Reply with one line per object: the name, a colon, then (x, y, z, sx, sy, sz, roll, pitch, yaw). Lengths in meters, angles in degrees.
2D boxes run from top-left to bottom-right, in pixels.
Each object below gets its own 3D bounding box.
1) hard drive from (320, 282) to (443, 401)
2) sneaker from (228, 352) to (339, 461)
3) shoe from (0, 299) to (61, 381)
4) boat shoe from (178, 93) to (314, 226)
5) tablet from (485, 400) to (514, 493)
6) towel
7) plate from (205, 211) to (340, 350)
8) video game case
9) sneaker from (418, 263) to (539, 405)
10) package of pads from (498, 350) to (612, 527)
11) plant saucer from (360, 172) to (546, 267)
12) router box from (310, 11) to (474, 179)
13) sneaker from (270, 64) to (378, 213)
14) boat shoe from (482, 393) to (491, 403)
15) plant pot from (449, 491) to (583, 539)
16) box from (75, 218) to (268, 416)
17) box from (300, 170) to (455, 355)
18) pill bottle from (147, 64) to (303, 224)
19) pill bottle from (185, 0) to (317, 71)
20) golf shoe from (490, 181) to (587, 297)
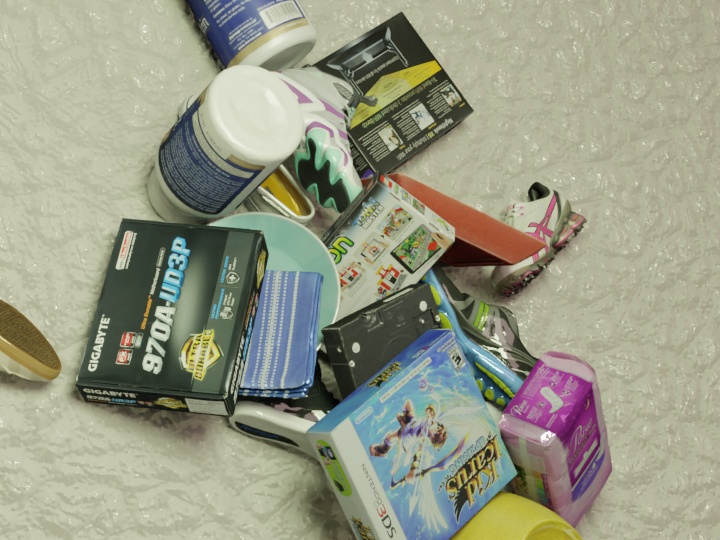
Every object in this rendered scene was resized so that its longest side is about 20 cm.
hard drive: (0.044, 0.130, 1.637, 0.139, 0.038, 0.202, -26, 103, -37)
sneaker: (-0.039, 0.141, 1.667, 0.199, 0.073, 0.113, 24, 58, -20)
shoe: (-0.382, 0.053, 1.509, 0.199, 0.053, 0.070, 36, 20, -18)
boat shoe: (-0.124, -0.125, 1.745, 0.071, 0.070, 0.201, -37, 90, -39)
tablet: (0.124, 0.215, 1.736, 0.199, 0.014, 0.132, -9, 103, -36)
towel: (-0.140, 0.060, 1.606, 0.198, 0.024, 0.146, 2, 61, 6)
plate: (-0.118, 0.032, 1.650, 0.198, 0.026, 0.202, -2, 65, 5)
video game case: (0.058, 0.189, 1.592, 0.200, 0.045, 0.182, -37, 111, -35)
sneaker: (0.125, 0.063, 1.732, 0.200, 0.071, 0.083, 46, 51, -2)
package of pads: (0.220, 0.197, 1.722, 0.075, 0.201, 0.121, 19, 56, 30)
plant saucer: (0.084, -0.050, 1.779, 0.198, 0.200, 0.037, 24, 80, -21)
router box: (0.025, -0.207, 1.894, 0.200, 0.052, 0.158, -36, 90, -39)
sneaker: (-0.025, -0.162, 1.757, 0.139, 0.078, 0.201, -24, 70, -37)
boat shoe: (0.124, 0.127, 1.769, 0.200, 0.071, 0.065, -41, 131, -38)
plant pot: (0.163, 0.324, 1.647, 0.199, 0.142, 0.202, 10, 70, -30)
box: (-0.189, 0.046, 1.584, 0.157, 0.046, 0.201, 5, 59, 9)
box: (0.000, 0.000, 1.688, 0.110, 0.200, 0.035, 37, 22, -12)
pill bottle: (-0.151, -0.124, 1.643, 0.110, 0.200, 0.112, 14, 60, -26)
pill bottle: (-0.144, -0.325, 1.802, 0.115, 0.116, 0.201, -25, 82, -38)
golf shoe: (0.202, -0.038, 1.919, 0.092, 0.073, 0.200, 45, 41, 2)
